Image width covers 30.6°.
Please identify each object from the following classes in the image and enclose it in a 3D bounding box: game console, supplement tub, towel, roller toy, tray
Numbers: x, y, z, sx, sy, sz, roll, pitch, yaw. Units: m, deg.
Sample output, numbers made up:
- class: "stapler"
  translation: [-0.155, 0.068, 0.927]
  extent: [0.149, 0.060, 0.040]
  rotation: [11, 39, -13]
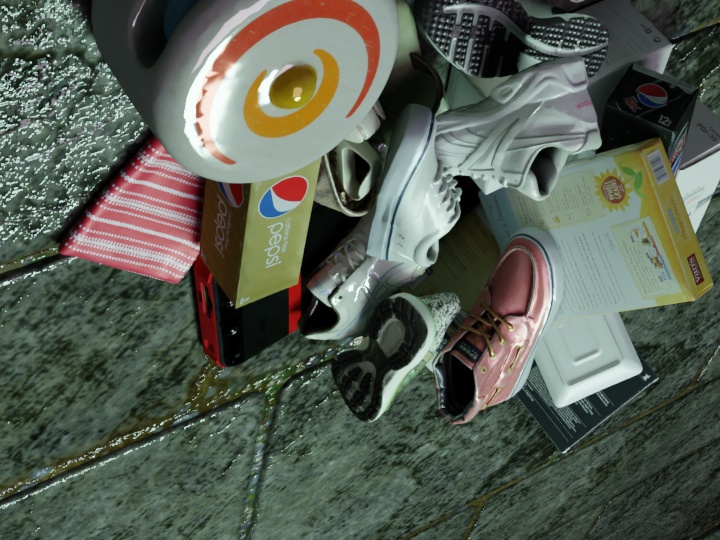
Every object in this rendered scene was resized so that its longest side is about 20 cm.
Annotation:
- class: "game console"
  translation: [-0.075, 0.001, 1.249]
  extent: [0.177, 0.031, 0.200]
  rotation: [-32, 153, -22]
- class: "supplement tub"
  translation: [0.137, 0.014, 1.380]
  extent: [0.200, 0.145, 0.144]
  rotation: [-42, 152, 10]
- class: "towel"
  translation: [-0.136, -0.070, 1.071]
  extent: [0.200, 0.023, 0.144]
  rotation: [-45, 150, 15]
- class: "roller toy"
  translation: [-0.073, -0.155, 0.877]
  extent: [0.182, 0.140, 0.200]
  rotation: [-24, 146, -20]
- class: "tray"
  translation: [0.228, 0.043, 1.466]
  extent: [0.107, 0.201, 0.022]
  rotation: [-24, 180, 4]

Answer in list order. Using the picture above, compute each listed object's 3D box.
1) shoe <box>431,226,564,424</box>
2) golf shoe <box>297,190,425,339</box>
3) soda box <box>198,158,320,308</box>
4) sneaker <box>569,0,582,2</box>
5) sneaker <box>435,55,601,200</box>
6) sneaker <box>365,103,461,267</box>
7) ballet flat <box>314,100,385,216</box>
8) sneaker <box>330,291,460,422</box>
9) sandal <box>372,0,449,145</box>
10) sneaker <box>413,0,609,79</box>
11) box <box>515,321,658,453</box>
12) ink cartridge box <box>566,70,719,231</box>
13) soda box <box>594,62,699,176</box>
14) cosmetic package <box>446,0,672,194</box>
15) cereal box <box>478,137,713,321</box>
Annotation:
- class: "shoe"
  translation: [0.128, 0.057, 1.249]
  extent: [0.091, 0.071, 0.201]
  rotation: [-27, 141, -42]
- class: "golf shoe"
  translation: [0.000, 0.000, 1.239]
  extent: [0.097, 0.078, 0.200]
  rotation: [-16, 143, -33]
- class: "soda box"
  translation: [-0.081, -0.061, 1.051]
  extent: [0.064, 0.068, 0.200]
  rotation: [-23, 149, -25]
- class: "sneaker"
  translation: [0.168, -0.253, 1.085]
  extent: [0.199, 0.076, 0.088]
  rotation: [-19, 147, -29]
- class: "sneaker"
  translation: [0.115, -0.097, 1.088]
  extent: [0.078, 0.100, 0.200]
  rotation: [-18, 176, -40]
- class: "sneaker"
  translation: [0.051, -0.069, 1.094]
  extent: [0.070, 0.073, 0.200]
  rotation: [13, 154, 1]
- class: "ballet flat"
  translation: [-0.010, -0.115, 1.054]
  extent: [0.068, 0.067, 0.200]
  rotation: [-40, 152, -20]
- class: "sneaker"
  translation: [0.041, 0.083, 1.287]
  extent: [0.088, 0.077, 0.200]
  rotation: [-19, 160, -35]
- class: "sandal"
  translation: [0.033, -0.152, 1.101]
  extent: [0.080, 0.057, 0.201]
  rotation: [-36, 152, -1]
- class: "sneaker"
  translation: [0.115, -0.200, 1.102]
  extent: [0.199, 0.080, 0.074]
  rotation: [7, 109, -40]
- class: "box"
  translation: [0.222, 0.085, 1.515]
  extent: [0.141, 0.200, 0.079]
  rotation: [-38, 179, 6]
- class: "ink cartridge box"
  translation: [0.287, -0.101, 1.374]
  extent: [0.083, 0.147, 0.200]
  rotation: [-27, 150, -24]
- class: "soda box"
  translation: [0.257, -0.093, 1.232]
  extent: [0.063, 0.071, 0.200]
  rotation: [-53, 159, -31]
- class: "cosmetic package"
  translation: [0.179, -0.164, 1.222]
  extent: [0.199, 0.085, 0.108]
  rotation: [-23, 149, -23]
- class: "cereal box"
  translation: [0.212, -0.031, 1.214]
  extent: [0.039, 0.144, 0.200]
  rotation: [-29, -169, -39]
